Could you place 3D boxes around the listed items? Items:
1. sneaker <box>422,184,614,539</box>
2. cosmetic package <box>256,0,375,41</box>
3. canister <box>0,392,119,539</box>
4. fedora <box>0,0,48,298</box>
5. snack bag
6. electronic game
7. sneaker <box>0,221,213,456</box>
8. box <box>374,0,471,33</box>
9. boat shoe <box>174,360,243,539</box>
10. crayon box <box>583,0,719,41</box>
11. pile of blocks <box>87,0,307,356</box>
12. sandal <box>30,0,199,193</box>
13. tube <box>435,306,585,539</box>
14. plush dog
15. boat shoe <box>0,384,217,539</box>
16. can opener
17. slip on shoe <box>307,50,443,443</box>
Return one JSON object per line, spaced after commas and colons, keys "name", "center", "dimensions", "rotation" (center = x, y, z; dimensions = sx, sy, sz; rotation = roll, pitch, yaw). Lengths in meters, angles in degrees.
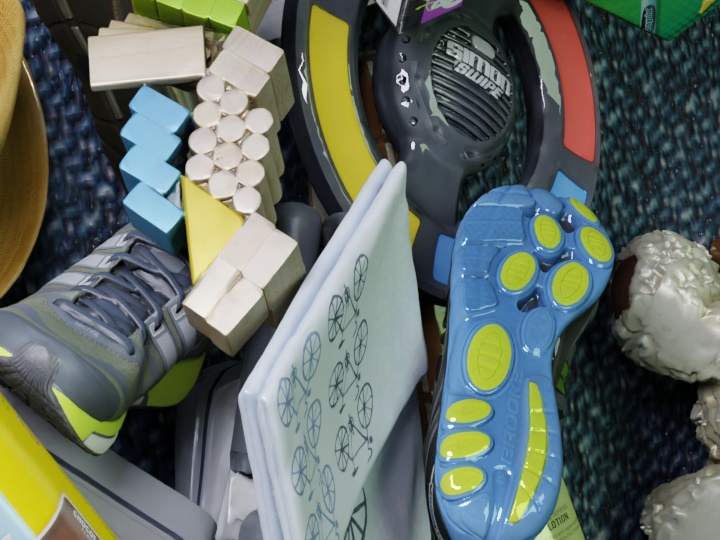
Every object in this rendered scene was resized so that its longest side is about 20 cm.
{"name": "sneaker", "center": [0.059, 0.044, 1.135], "dimensions": [0.071, 0.083, 0.200], "rotation": [17, 53, -5]}
{"name": "cosmetic package", "center": [-0.027, -0.154, 1.212], "dimensions": [0.200, 0.051, 0.083], "rotation": [-24, 98, -45]}
{"name": "canister", "center": [-0.142, 0.150, 0.994], "dimensions": [0.200, 0.149, 0.087], "rotation": [54, 6, -23]}
{"name": "fedora", "center": [-0.183, -0.067, 0.990], "dimensions": [0.201, 0.082, 0.201], "rotation": [22, 54, -34]}
{"name": "snack bag", "center": [-0.002, 0.084, 1.058], "dimensions": [0.189, 0.021, 0.200], "rotation": [-61, 149, -56]}
{"name": "electronic game", "center": [0.040, -0.081, 1.196], "dimensions": [0.200, 0.042, 0.200], "rotation": [13, 71, -42]}
{"name": "sneaker", "center": [-0.095, 0.014, 1.043], "dimensions": [0.074, 0.081, 0.200], "rotation": [37, 13, 3]}
{"name": "box", "center": [0.062, -0.200, 1.173], "dimensions": [0.200, 0.036, 0.143], "rotation": [-26, 65, -21]}
{"name": "boat shoe", "center": [-0.043, 0.138, 1.142], "dimensions": [0.074, 0.067, 0.200], "rotation": [-3, 87, -45]}
{"name": "crayon box", "center": [0.102, -0.218, 1.281], "dimensions": [0.119, 0.058, 0.200], "rotation": [18, 43, -48]}
{"name": "pile of blocks", "center": [-0.062, -0.057, 1.042], "dimensions": [0.062, 0.082, 0.200], "rotation": [80, 8, -67]}
{"name": "sandal", "center": [-0.092, -0.110, 1.114], "dimensions": [0.055, 0.082, 0.200], "rotation": [-36, 113, -30]}
{"name": "tube", "center": [0.065, 0.086, 1.276], "dimensions": [0.058, 0.052, 0.200], "rotation": [-69, 139, -82]}
{"name": "plush dog", "center": [0.227, 0.065, 1.391], "dimensions": [0.172, 0.160, 0.200], "rotation": [-24, 104, -72]}
{"name": "boat shoe", "center": [-0.141, 0.095, 1.053], "dimensions": [0.200, 0.072, 0.066], "rotation": [38, 59, -42]}
{"name": "can opener", "center": [-0.022, 0.072, 1.091], "dimensions": [0.053, 0.067, 0.200], "rotation": [9, 86, -22]}
{"name": "slip on shoe", "center": [0.000, 0.000, 1.212], "dimensions": [0.076, 0.061, 0.200], "rotation": [3, 75, -43]}
